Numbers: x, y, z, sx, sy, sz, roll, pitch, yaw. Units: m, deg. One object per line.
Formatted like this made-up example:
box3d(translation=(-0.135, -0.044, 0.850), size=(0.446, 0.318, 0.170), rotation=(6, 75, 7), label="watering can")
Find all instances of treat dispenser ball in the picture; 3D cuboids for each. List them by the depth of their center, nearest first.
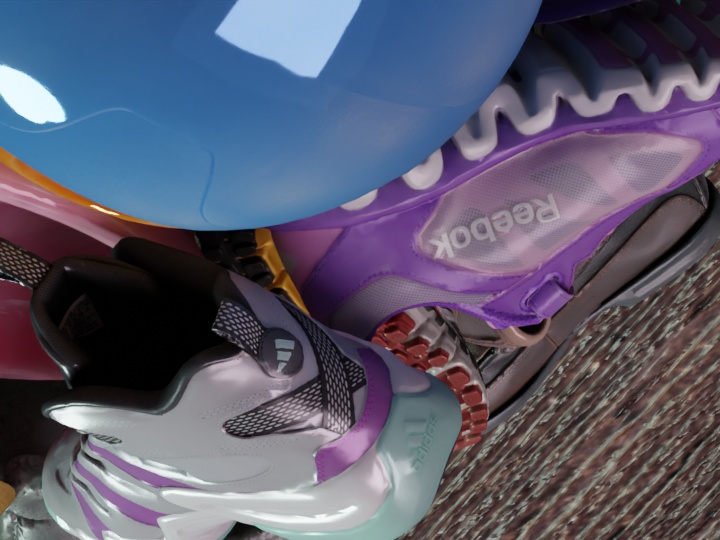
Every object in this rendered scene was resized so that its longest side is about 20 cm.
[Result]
box3d(translation=(-0.043, -0.111, 0.766), size=(0.200, 0.201, 0.201), rotation=(-22, 147, -15), label="treat dispenser ball")

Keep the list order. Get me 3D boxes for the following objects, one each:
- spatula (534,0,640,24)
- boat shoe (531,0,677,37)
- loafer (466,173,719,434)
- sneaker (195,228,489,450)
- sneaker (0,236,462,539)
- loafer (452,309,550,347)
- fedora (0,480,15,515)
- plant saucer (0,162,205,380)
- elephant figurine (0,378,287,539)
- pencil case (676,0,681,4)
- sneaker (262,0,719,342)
box3d(translation=(0.059, -0.112, 0.952), size=(0.056, 0.200, 0.021), rotation=(-16, 104, -3), label="spatula")
box3d(translation=(0.079, -0.077, 1.027), size=(0.073, 0.063, 0.200), rotation=(-39, -177, -17), label="boat shoe")
box3d(translation=(0.070, 0.007, 1.221), size=(0.200, 0.072, 0.063), rotation=(-38, 129, -4), label="loafer")
box3d(translation=(0.000, 0.000, 0.992), size=(0.077, 0.082, 0.200), rotation=(-7, 139, 12), label="sneaker")
box3d(translation=(-0.076, 0.033, 0.875), size=(0.140, 0.078, 0.200), rotation=(35, 149, -30), label="sneaker")
box3d(translation=(0.033, -0.062, 1.010), size=(0.072, 0.063, 0.201), rotation=(-32, 123, -31), label="loafer")
box3d(translation=(-0.219, 0.063, 0.948), size=(0.200, 0.082, 0.201), rotation=(-10, 163, -3), label="fedora")
box3d(translation=(-0.146, -0.019, 0.924), size=(0.200, 0.051, 0.201), rotation=(8, 158, 3), label="plant saucer")
box3d(translation=(-0.064, 0.052, 1.094), size=(0.199, 0.155, 0.142), rotation=(-17, 136, -18), label="elephant figurine")
box3d(translation=(0.104, -0.172, 0.866), size=(0.092, 0.085, 0.200), rotation=(-26, 128, 15), label="pencil case")
box3d(translation=(0.059, -0.029, 0.877), size=(0.199, 0.081, 0.089), rotation=(-15, 110, 0), label="sneaker")
